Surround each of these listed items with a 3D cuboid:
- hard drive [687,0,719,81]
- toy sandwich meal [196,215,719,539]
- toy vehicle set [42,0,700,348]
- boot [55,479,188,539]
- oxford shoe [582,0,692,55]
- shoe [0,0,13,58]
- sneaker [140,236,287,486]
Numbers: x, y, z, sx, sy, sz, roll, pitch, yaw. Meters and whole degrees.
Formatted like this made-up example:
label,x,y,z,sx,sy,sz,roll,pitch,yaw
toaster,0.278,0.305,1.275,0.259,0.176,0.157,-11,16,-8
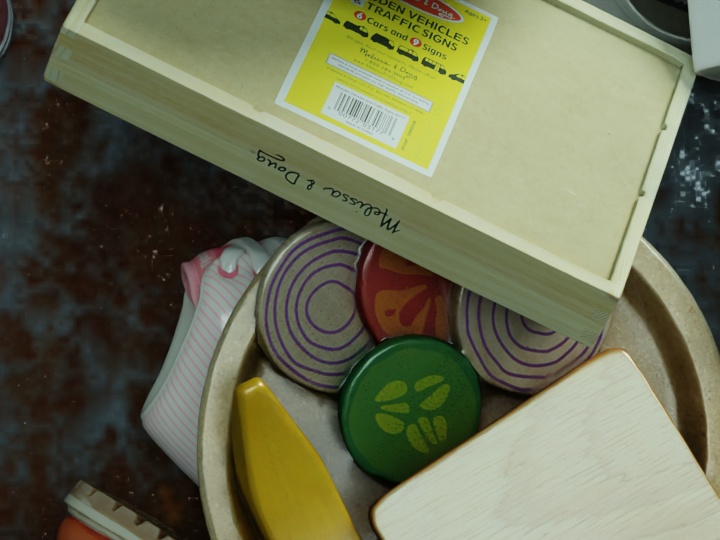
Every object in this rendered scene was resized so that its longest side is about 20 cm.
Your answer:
label,x,y,z,sx,sy,sz,roll,pitch,yaw
hard drive,0.155,-0.162,1.054,0.026,0.131,0.202,-12,77,39
toy sandwich meal,0.043,0.066,0.963,0.203,0.070,0.207,0,89,-9
toy vehicle set,0.008,-0.067,0.973,0.199,0.027,0.125,26,46,-1
boot,-0.054,0.168,1.009,0.107,0.075,0.200,-41,87,-4
oxford shoe,0.062,-0.124,1.069,0.199,0.058,0.076,17,82,1
shoe,-0.223,-0.087,1.026,0.198,0.091,0.072,-8,81,-5
sneaker,0.000,0.000,1.035,0.104,0.075,0.201,37,85,-3
